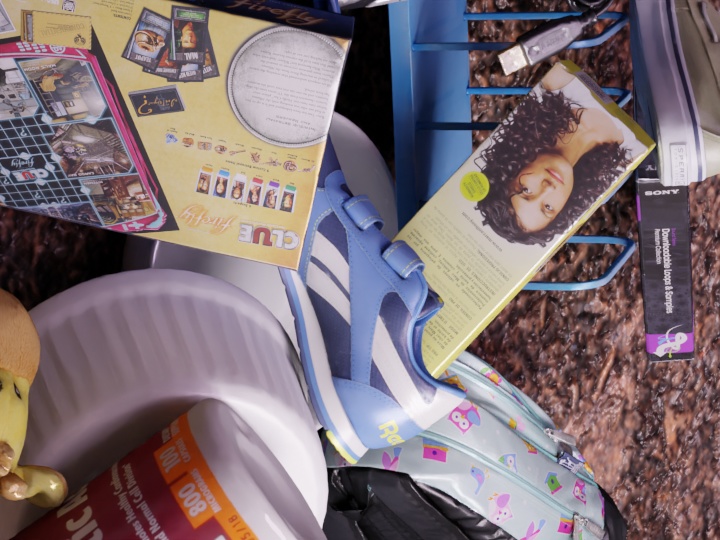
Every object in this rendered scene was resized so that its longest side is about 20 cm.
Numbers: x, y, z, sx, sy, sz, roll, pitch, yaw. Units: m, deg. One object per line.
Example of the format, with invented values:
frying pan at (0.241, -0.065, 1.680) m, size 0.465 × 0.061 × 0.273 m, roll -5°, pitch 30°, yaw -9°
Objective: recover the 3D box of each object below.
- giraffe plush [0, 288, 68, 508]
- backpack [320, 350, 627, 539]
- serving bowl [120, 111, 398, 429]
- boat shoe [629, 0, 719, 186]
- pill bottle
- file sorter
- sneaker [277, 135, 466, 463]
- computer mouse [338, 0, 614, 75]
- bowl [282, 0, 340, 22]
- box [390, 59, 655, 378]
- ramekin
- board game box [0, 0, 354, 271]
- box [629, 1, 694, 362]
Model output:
giraffe plush at (-0.227, 0.052, 1.431) m, size 0.172 × 0.162 × 0.201 m, roll -6°, pitch 104°, yaw -44°
backpack at (0.052, 0.130, 1.755) m, size 0.200 × 0.166 × 0.127 m, roll 40°, pitch 52°, yaw -40°
serving bowl at (-0.066, -0.001, 1.650) m, size 0.199 × 0.066 × 0.202 m, roll -13°, pitch 109°, yaw -42°
boat shoe at (0.194, -0.122, 1.689) m, size 0.072 × 0.062 × 0.201 m, roll 85°, pitch 0°, yaw -46°
pill bottle at (-0.122, 0.165, 1.447) m, size 0.200 × 0.114 × 0.114 m, roll -36°, pitch 130°, yaw 5°
file sorter at (0.093, -0.097, 1.704) m, size 0.139 × 0.122 × 0.201 m, roll -40°, pitch 129°, yaw -70°
sneaker at (0.000, 0.000, 1.576) m, size 0.074 × 0.082 × 0.201 m, roll -4°, pitch 78°, yaw -78°
computer mouse at (0.041, -0.163, 1.591) m, size 0.199 × 0.046 × 0.141 m, roll -22°, pitch 79°, yaw -14°
bowl at (-0.108, -0.128, 1.508) m, size 0.039 × 0.199 × 0.202 m, roll -83°, pitch 162°, yaw -64°
box at (0.072, -0.022, 1.617) m, size 0.200 × 0.075 × 0.050 m, roll -48°, pitch 175°, yaw 13°
ramekin at (-0.113, 0.108, 1.545) m, size 0.199 × 0.098 × 0.202 m, roll -10°, pitch 125°, yaw -15°
board game box at (-0.114, -0.086, 1.487) m, size 0.035 × 0.199 × 0.136 m, roll -83°, pitch -174°, yaw -64°
box at (0.191, -0.056, 1.815) m, size 0.200 × 0.036 × 0.144 m, roll 76°, pitch 13°, yaw -55°
